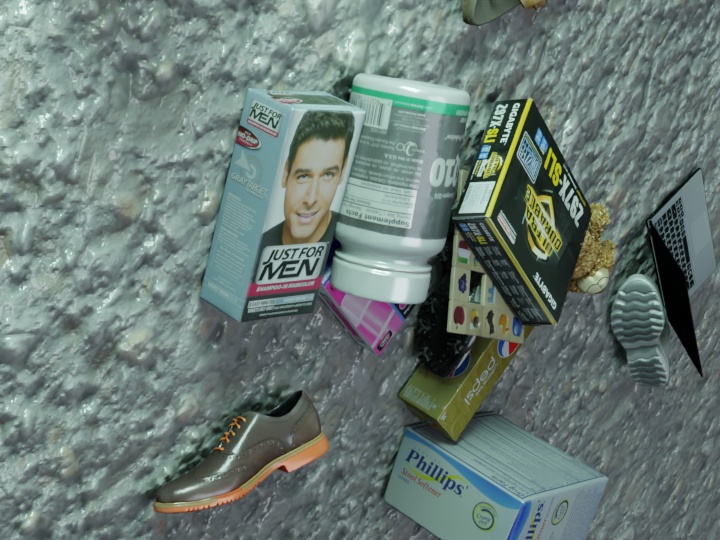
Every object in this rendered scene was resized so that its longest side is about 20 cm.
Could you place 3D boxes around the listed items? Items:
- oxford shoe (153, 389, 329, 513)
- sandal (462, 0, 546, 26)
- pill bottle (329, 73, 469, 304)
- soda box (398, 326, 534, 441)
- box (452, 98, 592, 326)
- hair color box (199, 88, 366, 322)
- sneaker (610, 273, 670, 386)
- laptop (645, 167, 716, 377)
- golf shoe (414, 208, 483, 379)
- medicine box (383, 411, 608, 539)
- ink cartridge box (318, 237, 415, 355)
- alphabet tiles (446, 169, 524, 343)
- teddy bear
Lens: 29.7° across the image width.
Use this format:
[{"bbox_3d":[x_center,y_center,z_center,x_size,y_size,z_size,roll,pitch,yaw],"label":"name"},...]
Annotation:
[{"bbox_3d":[-0.124,0.179,1.334,0.199,0.071,0.073,-23,101,-37],"label":"oxford shoe"},{"bbox_3d":[0.177,-0.294,1.381,0.199,0.054,0.082,-20,127,-43],"label":"sandal"},{"bbox_3d":[0.032,-0.077,1.274,0.113,0.113,0.202,-3,106,-50],"label":"pill bottle"},{"bbox_3d":[0.133,0.093,1.580,0.201,0.064,0.068,-53,144,-10],"label":"soda box"},{"bbox_3d":[0.179,-0.060,1.461,0.200,0.049,0.161,53,48,-43],"label":"box"},{"bbox_3d":[-0.071,-0.059,1.226,0.099,0.060,0.202,-6,117,-49],"label":"hair color box"},{"bbox_3d":[0.396,0.072,1.908,0.201,0.074,0.082,73,26,-42],"label":"sneaker"},{"bbox_3d":[0.468,0.001,1.870,0.200,0.115,0.188,-42,132,-26],"label":"laptop"},{"bbox_3d":[0.123,0.026,1.511,0.094,0.077,0.202,-11,122,-48],"label":"golf shoe"},{"bbox_3d":[0.162,0.262,1.628,0.199,0.182,0.104,-2,114,-50],"label":"medicine box"},{"bbox_3d":[0.000,0.000,1.379,0.095,0.037,0.200,-53,142,-12],"label":"ink cartridge box"},{"bbox_3d":[0.150,-0.009,1.468,0.199,0.007,0.169,12,81,-56],"label":"alphabet tiles"},{"bbox_3d":[0.254,-0.020,1.652,0.145,0.067,0.200,-47,142,-16],"label":"teddy bear"}]
